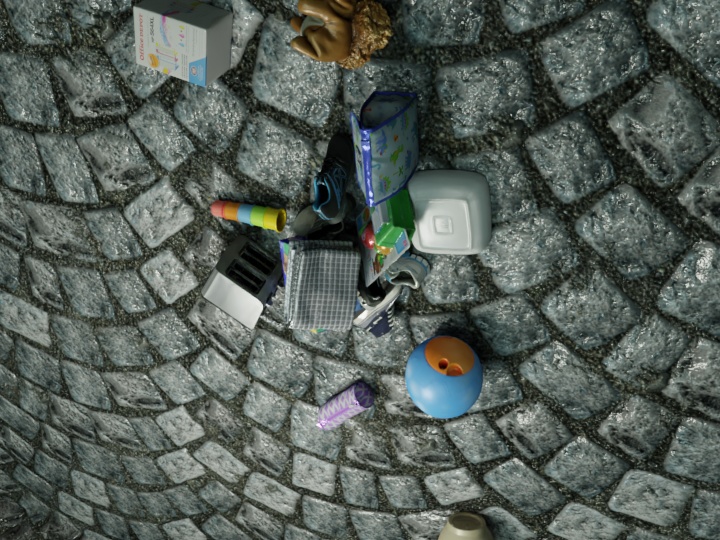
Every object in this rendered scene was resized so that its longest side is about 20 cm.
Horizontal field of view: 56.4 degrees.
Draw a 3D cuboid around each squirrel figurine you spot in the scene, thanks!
[{"bbox_3d":[-0.028,-0.507,1.317,0.196,0.143,0.189,24,120,-14],"label":"squirrel figurine"}]

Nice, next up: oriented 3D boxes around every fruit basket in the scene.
[{"bbox_3d":[0.040,-0.091,1.523,0.092,0.190,0.199,9,149,-33],"label":"fruit basket"}]

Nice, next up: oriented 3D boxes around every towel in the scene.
[{"bbox_3d":[-0.086,0.035,1.541,0.161,0.086,0.206,2,105,-20],"label":"towel"}]

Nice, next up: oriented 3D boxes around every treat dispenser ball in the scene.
[{"bbox_3d":[0.211,0.267,1.695,0.195,0.202,0.205,11,128,15],"label":"treat dispenser ball"}]

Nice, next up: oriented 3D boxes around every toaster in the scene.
[{"bbox_3d":[-0.307,0.026,1.761,0.198,0.182,0.119,35,127,-6],"label":"toaster"}]

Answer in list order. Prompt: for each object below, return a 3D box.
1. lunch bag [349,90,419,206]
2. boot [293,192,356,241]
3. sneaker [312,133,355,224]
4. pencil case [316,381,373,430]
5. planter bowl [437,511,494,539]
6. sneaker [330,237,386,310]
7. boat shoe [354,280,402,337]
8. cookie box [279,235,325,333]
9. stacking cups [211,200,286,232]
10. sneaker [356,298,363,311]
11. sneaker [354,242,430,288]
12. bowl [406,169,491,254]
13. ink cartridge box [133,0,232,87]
[{"bbox_3d":[0.045,-0.256,1.398,0.124,0.202,0.174,6,127,18],"label":"lunch bag"},{"bbox_3d":[-0.106,-0.111,1.608,0.197,0.132,0.068,-23,113,34],"label":"boot"},{"bbox_3d":[-0.061,-0.211,1.492,0.072,0.206,0.081,-3,167,33],"label":"sneaker"},{"bbox_3d":[-0.046,0.402,1.975,0.084,0.086,0.199,43,129,-9],"label":"pencil case"},{"bbox_3d":[0.328,0.835,2.073,0.195,0.200,0.139,3,98,20],"label":"planter bowl"},{"bbox_3d":[0.000,0.000,1.619,0.202,0.066,0.090,56,146,-8],"label":"sneaker"},{"bbox_3d":[0.067,0.099,1.730,0.092,0.076,0.199,35,137,-14],"label":"boat shoe"},{"bbox_3d":[-0.127,0.031,1.670,0.170,0.074,0.206,23,123,57],"label":"cookie box"},{"bbox_3d":[-0.286,-0.145,1.716,0.195,0.061,0.062,13,128,21],"label":"stacking cups"},{"bbox_3d":[-0.028,0.092,1.742,0.080,0.087,0.200,66,158,15],"label":"sneaker"},{"bbox_3d":[0.068,-0.012,1.634,0.195,0.087,0.076,18,132,13],"label":"sneaker"},{"bbox_3d":[0.192,-0.120,1.515,0.195,0.075,0.204,5,124,22],"label":"bowl"},{"bbox_3d":[-0.393,-0.506,1.454,0.195,0.126,0.131,19,129,8],"label":"ink cartridge box"}]
